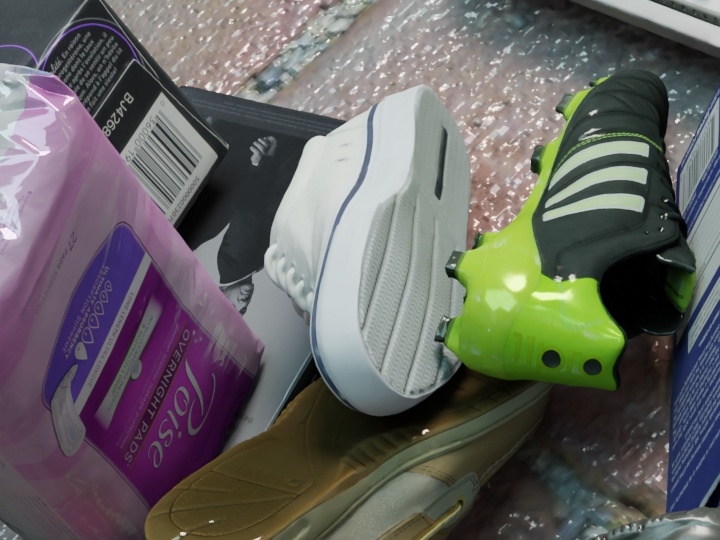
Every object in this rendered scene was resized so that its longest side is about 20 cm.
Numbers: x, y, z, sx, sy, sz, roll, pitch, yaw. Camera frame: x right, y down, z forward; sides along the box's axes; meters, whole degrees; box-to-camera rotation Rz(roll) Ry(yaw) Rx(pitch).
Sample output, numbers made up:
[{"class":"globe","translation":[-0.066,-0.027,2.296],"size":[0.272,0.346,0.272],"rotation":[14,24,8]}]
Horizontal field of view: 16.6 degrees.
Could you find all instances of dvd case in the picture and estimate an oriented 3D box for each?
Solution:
[{"class":"dvd case","translation":[-0.068,0.014,1.058],"size":[0.150,0.025,0.201],"rotation":[15,64,35]}]

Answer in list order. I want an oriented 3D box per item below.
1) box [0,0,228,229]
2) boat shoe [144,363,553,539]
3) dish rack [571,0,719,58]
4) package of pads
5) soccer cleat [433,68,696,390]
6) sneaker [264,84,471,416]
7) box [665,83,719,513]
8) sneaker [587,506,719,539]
[{"class":"box","translation":[-0.176,-0.049,1.085],"size":[0.199,0.106,0.123],"rotation":[10,59,46]},{"class":"boat shoe","translation":[0.000,0.084,0.918],"size":[0.074,0.067,0.199],"rotation":[18,34,42]},{"class":"dish rack","translation":[0.153,-0.168,1.072],"size":[0.199,0.044,0.172],"rotation":[27,70,39]},{"class":"package of pads","translation":[-0.117,0.025,0.924],"size":[0.075,0.200,0.121],"rotation":[14,66,28]},{"class":"soccer cleat","translation":[0.095,-0.014,0.945],"size":[0.081,0.068,0.200],"rotation":[17,35,15]},{"class":"sneaker","translation":[0.000,0.000,0.957],"size":[0.070,0.073,0.200],"rotation":[-26,21,21]},{"class":"box","translation":[0.143,0.009,0.892],"size":[0.032,0.121,0.201],"rotation":[12,55,-5]},{"class":"sneaker","translation":[0.078,0.159,0.808],"size":[0.091,0.076,0.201],"rotation":[55,127,33]}]
